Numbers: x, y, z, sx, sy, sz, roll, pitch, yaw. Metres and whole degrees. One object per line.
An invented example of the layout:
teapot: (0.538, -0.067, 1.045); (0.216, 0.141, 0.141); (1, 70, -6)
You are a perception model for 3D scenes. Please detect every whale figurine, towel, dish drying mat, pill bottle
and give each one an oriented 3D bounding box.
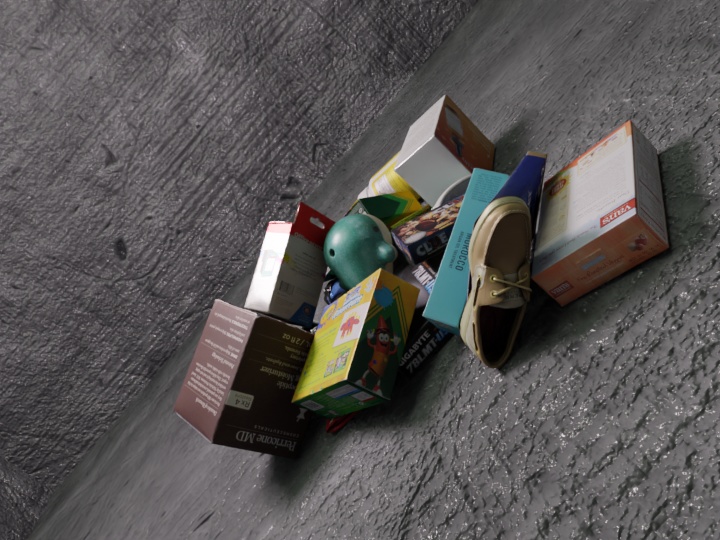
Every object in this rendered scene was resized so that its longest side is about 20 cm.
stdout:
whale figurine: (0.000, 0.000, 1.079); (0.103, 0.202, 0.159); (-5, -18, -41)
towel: (0.089, -0.088, 1.188); (0.200, 0.018, 0.086); (-34, -16, -49)
dish drying mat: (-0.025, 0.185, 1.016); (0.077, 0.018, 0.200); (-46, 15, 16)
pill bottle: (0.091, -0.200, 1.435); (0.200, 0.114, 0.115); (-39, 18, 33)

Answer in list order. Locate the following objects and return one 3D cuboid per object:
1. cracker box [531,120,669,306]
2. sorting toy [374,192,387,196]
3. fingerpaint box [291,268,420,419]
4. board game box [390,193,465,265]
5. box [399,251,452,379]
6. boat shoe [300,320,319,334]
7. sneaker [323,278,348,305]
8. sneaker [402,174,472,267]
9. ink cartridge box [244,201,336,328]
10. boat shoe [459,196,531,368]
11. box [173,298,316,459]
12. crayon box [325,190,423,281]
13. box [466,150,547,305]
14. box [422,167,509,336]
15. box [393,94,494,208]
cracker box: (0.272, -0.069, 0.709); (0.134, 0.058, 0.201); (-38, 18, 41)
sorting toy: (-0.008, -0.085, 1.342); (0.199, 0.037, 0.185); (-36, -19, 3)
fingerpaint box: (-0.009, 0.112, 0.889); (0.200, 0.073, 0.168); (-37, 30, 56)
board game box: (0.153, -0.082, 0.982); (0.198, 0.035, 0.136); (-27, 16, -2)
box: (0.106, 0.043, 0.934); (0.199, 0.050, 0.200); (-49, 16, 7)
boat shoe: (-0.082, 0.141, 1.193); (0.073, 0.062, 0.200); (-50, 13, -2)
sneaker: (-0.033, 0.064, 1.209); (0.111, 0.077, 0.201); (-29, 20, 38)
sneaker: (0.144, -0.096, 1.112); (0.201, 0.074, 0.118); (-48, 12, 0)
ink cartridge box: (-0.121, -0.011, 1.108); (0.067, 0.116, 0.202); (6, 76, 39)
boat shoe: (0.157, 0.019, 0.675); (0.067, 0.073, 0.202); (-111, 17, -55)
box: (-0.173, 0.175, 1.013); (0.163, 0.165, 0.202); (10, 79, 52)
crayon box: (0.011, -0.069, 1.254); (0.172, 0.059, 0.200); (-16, -25, -48)
box: (0.182, -0.051, 0.759); (0.032, 0.122, 0.200); (17, 40, 25)
box: (0.143, -0.020, 0.791); (0.082, 0.049, 0.202); (37, -109, -63)
box: (0.167, -0.217, 1.185); (0.106, 0.152, 0.201); (-37, 20, 34)
